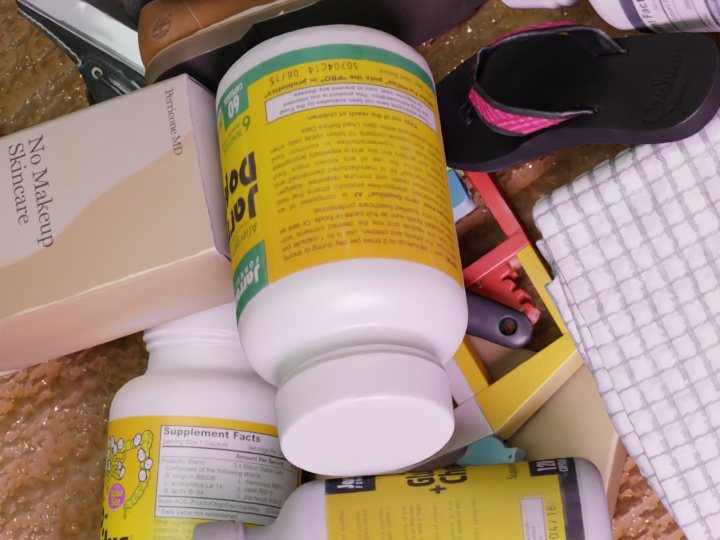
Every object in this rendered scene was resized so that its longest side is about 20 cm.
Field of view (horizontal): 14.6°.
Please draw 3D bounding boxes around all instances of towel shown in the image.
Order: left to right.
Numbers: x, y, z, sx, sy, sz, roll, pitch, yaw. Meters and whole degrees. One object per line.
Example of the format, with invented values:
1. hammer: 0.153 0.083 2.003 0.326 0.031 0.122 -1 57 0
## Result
1. towel: 0.191 0.022 1.357 0.165 0.086 0.201 -31 75 17

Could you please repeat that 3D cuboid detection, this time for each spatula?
1. spatula: 0.000 0.000 1.442 0.199 0.021 0.057 22 84 26

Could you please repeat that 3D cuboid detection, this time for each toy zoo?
1. toy zoo: 0.034 0.019 1.447 0.131 0.020 0.201 -35 66 11

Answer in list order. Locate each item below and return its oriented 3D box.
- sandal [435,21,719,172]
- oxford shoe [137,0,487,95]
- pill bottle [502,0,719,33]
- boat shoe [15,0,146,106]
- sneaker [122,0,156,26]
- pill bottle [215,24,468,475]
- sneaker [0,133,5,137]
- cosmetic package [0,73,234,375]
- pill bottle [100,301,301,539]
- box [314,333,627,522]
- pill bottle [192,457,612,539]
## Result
1. sandal: 0.094 -0.093 1.380 0.199 0.045 0.075 -4 61 49
2. oxford shoe: -0.023 -0.146 1.462 0.199 0.071 0.072 -16 56 -2
3. pill bottle: 0.165 -0.175 1.367 0.199 0.119 0.120 1 87 25
4. boat shoe: -0.117 -0.100 1.524 0.200 0.069 0.057 34 101 21
5. sneaker: -0.056 -0.209 1.483 0.088 0.074 0.201 28 94 20
6. pill bottle: -0.008 -0.008 1.366 0.112 0.113 0.201 -20 59 22
7. sneaker: -0.197 -0.021 1.554 0.199 0.074 0.088 28 101 26
8. cosmetic package: -0.154 -0.017 1.445 0.199 0.071 0.106 -19 68 17
9. pill bottle: -0.082 0.119 1.464 0.104 0.104 0.201 -2 77 25
10. box: 0.049 0.133 1.452 0.163 0.021 0.201 13 91 25
11. pill bottle: 0.022 0.153 1.359 0.199 0.112 0.113 -5 83 1
